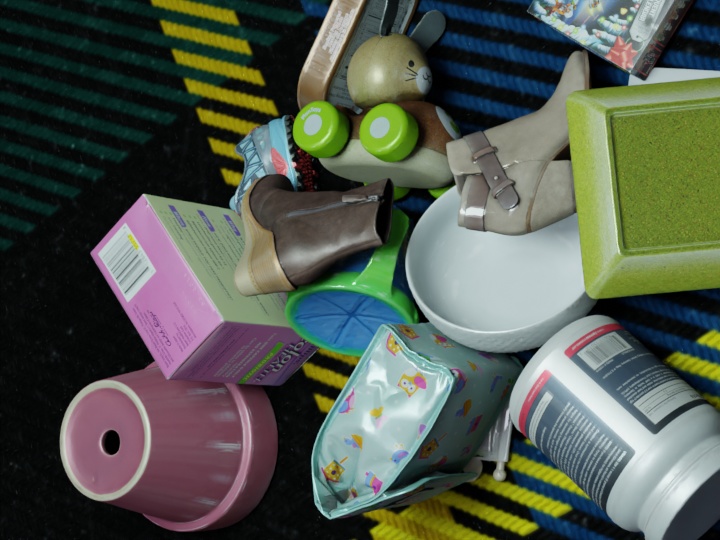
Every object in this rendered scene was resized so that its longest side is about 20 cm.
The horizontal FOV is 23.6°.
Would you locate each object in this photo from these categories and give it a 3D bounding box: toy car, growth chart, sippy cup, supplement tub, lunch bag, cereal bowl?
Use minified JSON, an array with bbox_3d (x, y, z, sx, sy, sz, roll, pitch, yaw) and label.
[{"bbox_3d":[0.044,-0.187,1.763,0.158,0.164,0.200,6,77,34],"label":"toy car"},{"bbox_3d":[0.077,0.132,1.781,0.200,0.018,0.145,16,94,34],"label":"growth chart"},{"bbox_3d":[0.000,0.000,1.772,0.178,0.140,0.130,-14,51,35],"label":"sippy cup"},{"bbox_3d":[0.248,0.150,1.592,0.200,0.140,0.140,44,109,29],"label":"supplement tub"},{"bbox_3d":[0.049,0.157,1.686,0.122,0.170,0.200,33,105,24],"label":"lunch bag"},{"bbox_3d":[0.150,0.000,1.686,0.200,0.083,0.200,-10,53,13],"label":"cereal bowl"}]

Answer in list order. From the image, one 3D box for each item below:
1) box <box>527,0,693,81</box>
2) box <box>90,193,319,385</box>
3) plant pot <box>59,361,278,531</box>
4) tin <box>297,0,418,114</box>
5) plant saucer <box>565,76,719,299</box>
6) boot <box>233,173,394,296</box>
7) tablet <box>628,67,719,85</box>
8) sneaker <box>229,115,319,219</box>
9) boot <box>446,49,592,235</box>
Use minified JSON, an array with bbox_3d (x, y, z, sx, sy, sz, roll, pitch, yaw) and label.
[{"bbox_3d":[0.270,-0.304,1.681,0.137,0.040,0.200,36,101,30],"label":"box"},{"bbox_3d":[-0.156,0.024,1.838,0.097,0.200,0.176,-46,63,22],"label":"box"},{"bbox_3d":[-0.220,0.185,1.876,0.200,0.179,0.200,-5,81,33],"label":"plant pot"},{"bbox_3d":[0.000,-0.243,1.816,0.042,0.112,0.200,31,103,32],"label":"tin"},{"bbox_3d":[0.298,-0.083,1.586,0.199,0.048,0.200,-5,81,4],"label":"plant saucer"},{"bbox_3d":[-0.038,-0.054,1.724,0.166,0.072,0.200,-21,31,19],"label":"boot"},{"bbox_3d":[0.304,-0.094,1.658,0.130,0.014,0.200,8,89,34],"label":"tablet"},{"bbox_3d":[-0.093,-0.064,1.879,0.095,0.079,0.200,-15,67,24],"label":"sneaker"},{"bbox_3d":[0.157,-0.124,1.676,0.146,0.070,0.200,-7,55,11],"label":"boot"}]
